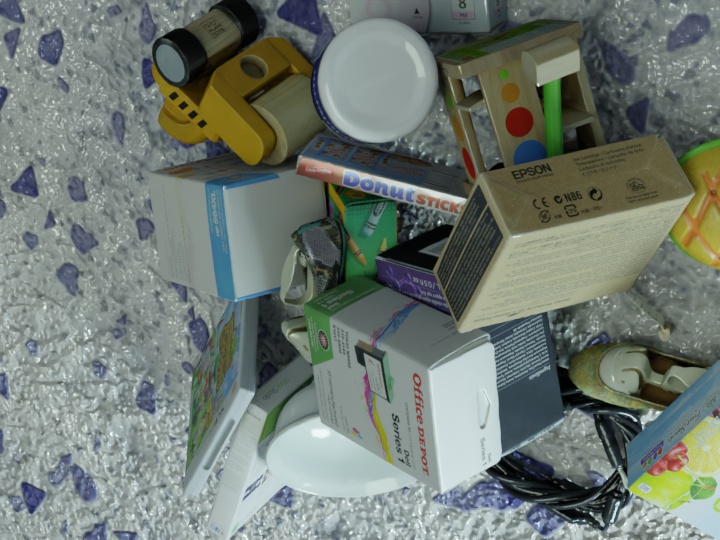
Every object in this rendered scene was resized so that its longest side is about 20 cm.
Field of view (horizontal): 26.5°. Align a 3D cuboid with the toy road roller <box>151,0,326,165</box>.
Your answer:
[{"bbox_3d":[-0.140,-0.185,1.668,0.200,0.123,0.146,44,142,9],"label":"toy road roller"}]

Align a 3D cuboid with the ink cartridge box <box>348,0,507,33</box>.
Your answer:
[{"bbox_3d":[0.057,-0.338,1.515,0.161,0.057,0.203,6,118,31],"label":"ink cartridge box"}]

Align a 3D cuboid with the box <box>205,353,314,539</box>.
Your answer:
[{"bbox_3d":[-0.110,0.204,1.798,0.036,0.144,0.202,30,123,15],"label":"box"}]

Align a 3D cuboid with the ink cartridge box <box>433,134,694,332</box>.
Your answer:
[{"bbox_3d":[0.183,-0.033,1.404,0.076,0.198,0.165,65,154,25],"label":"ink cartridge box"}]

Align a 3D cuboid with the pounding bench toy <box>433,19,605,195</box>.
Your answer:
[{"bbox_3d":[0.162,-0.137,1.423,0.123,0.200,0.158,-20,103,-8],"label":"pounding bench toy"}]

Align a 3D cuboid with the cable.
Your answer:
[{"bbox_3d":[0.210,0.183,1.643,0.199,0.051,0.165,32,124,18],"label":"cable"}]

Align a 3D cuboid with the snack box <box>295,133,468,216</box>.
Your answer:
[{"bbox_3d":[0.037,-0.098,1.587,0.197,0.072,0.025,15,118,10],"label":"snack box"}]

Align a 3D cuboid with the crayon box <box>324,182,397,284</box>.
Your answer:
[{"bbox_3d":[0.000,0.000,1.650,0.057,0.119,0.203,-6,113,-11],"label":"crayon box"}]

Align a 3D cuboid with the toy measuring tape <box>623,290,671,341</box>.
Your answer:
[{"bbox_3d":[0.223,0.018,1.554,0.200,0.074,0.074,41,127,1],"label":"toy measuring tape"}]

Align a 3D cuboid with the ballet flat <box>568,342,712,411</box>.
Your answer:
[{"bbox_3d":[0.302,0.109,1.538,0.198,0.071,0.072,17,119,23],"label":"ballet flat"}]

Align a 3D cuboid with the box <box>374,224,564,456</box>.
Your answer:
[{"bbox_3d":[0.113,0.070,1.567,0.147,0.104,0.203,14,122,53],"label":"box"}]

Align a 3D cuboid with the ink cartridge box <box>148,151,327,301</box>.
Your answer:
[{"bbox_3d":[-0.140,-0.054,1.679,0.199,0.127,0.127,14,114,53],"label":"ink cartridge box"}]

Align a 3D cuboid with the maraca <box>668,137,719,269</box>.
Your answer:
[{"bbox_3d":[0.373,-0.060,1.400,0.197,0.107,0.139,-1,121,22],"label":"maraca"}]

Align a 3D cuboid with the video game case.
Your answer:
[{"bbox_3d":[-0.162,0.129,1.780,0.022,0.201,0.183,18,127,-16],"label":"video game case"}]

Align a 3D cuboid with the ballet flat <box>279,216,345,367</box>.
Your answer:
[{"bbox_3d":[-0.052,0.039,1.606,0.071,0.072,0.203,15,121,26],"label":"ballet flat"}]

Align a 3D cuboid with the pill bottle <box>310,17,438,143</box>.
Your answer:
[{"bbox_3d":[0.009,-0.183,1.509,0.114,0.200,0.118,0,94,-5],"label":"pill bottle"}]

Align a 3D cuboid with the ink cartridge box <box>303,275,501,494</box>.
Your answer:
[{"bbox_3d":[0.041,0.110,1.520,0.199,0.083,0.147,24,130,47],"label":"ink cartridge box"}]

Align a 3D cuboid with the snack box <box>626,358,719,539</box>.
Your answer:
[{"bbox_3d":[0.385,0.188,1.477,0.198,0.068,0.169,28,128,-14],"label":"snack box"}]

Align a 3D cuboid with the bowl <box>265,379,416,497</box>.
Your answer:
[{"bbox_3d":[-0.011,0.172,1.730,0.198,0.091,0.202,-3,146,-2],"label":"bowl"}]
